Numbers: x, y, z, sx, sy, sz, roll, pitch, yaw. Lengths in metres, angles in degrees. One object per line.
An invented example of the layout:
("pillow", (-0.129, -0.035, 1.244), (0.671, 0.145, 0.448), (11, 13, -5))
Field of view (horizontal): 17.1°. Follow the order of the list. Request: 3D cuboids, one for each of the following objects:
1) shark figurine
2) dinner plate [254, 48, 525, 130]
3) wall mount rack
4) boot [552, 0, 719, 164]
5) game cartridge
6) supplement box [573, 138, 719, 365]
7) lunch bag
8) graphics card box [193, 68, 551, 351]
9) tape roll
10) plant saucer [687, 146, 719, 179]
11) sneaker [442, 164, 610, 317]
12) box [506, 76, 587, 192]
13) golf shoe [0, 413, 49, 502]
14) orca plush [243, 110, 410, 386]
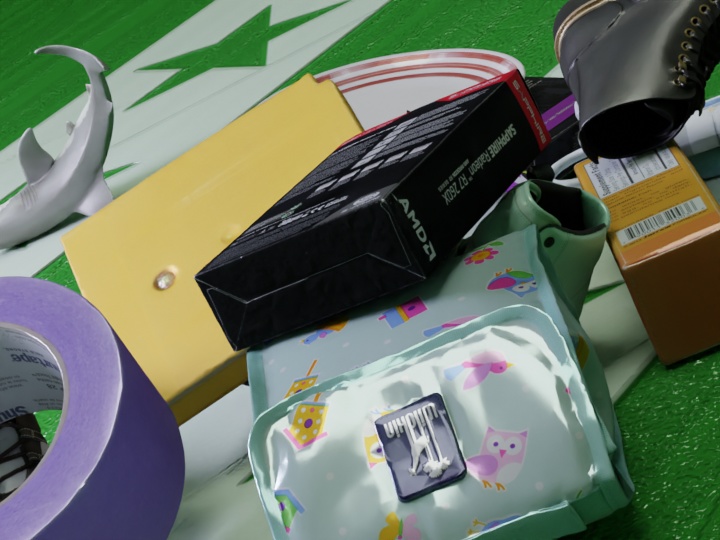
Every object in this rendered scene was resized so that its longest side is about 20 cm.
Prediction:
("shark figurine", (-0.229, -0.093, 2.006), (0.128, 0.215, 0.090), (-2, 39, -46))
("dinner plate", (0.018, -0.112, 1.664), (0.199, 0.024, 0.200), (-12, 22, 5))
("wall mount rack", (0.201, -0.127, 1.546), (0.199, 0.075, 0.174), (-19, 21, 11))
("boot", (0.212, -0.139, 1.416), (0.199, 0.078, 0.139), (-30, 29, 19))
("game cartridge", (-0.071, -0.013, 1.432), (0.199, 0.032, 0.177), (-32, 45, 4))
("supplement box", (0.172, -0.018, 1.354), (0.069, 0.067, 0.200), (-23, 18, 7))
("lunch bag", (0.038, 0.083, 1.151), (0.170, 0.122, 0.200), (-22, 23, 8))
("graphics card box", (0.011, -0.035, 1.263), (0.125, 0.051, 0.200), (-21, 12, 30))
("tape roll", (-0.201, 0.107, 1.297), (0.199, 0.085, 0.201), (-13, 49, 15))
("plant saucer", (0.238, -0.083, 1.532), (0.199, 0.019, 0.070), (-14, 21, 24))
("sneaker", (0.043, -0.001, 1.283), (0.200, 0.119, 0.074), (-9, 48, -33))
("box", (0.076, -0.097, 1.676), (0.199, 0.036, 0.143), (6, 27, 37))
("golf shoe", (-0.209, 0.121, 1.390), (0.078, 0.095, 0.200), (-27, 20, -16))
("orca plush", (0.000, 0.000, 1.478), (0.200, 0.105, 0.071), (-39, 41, -18))
